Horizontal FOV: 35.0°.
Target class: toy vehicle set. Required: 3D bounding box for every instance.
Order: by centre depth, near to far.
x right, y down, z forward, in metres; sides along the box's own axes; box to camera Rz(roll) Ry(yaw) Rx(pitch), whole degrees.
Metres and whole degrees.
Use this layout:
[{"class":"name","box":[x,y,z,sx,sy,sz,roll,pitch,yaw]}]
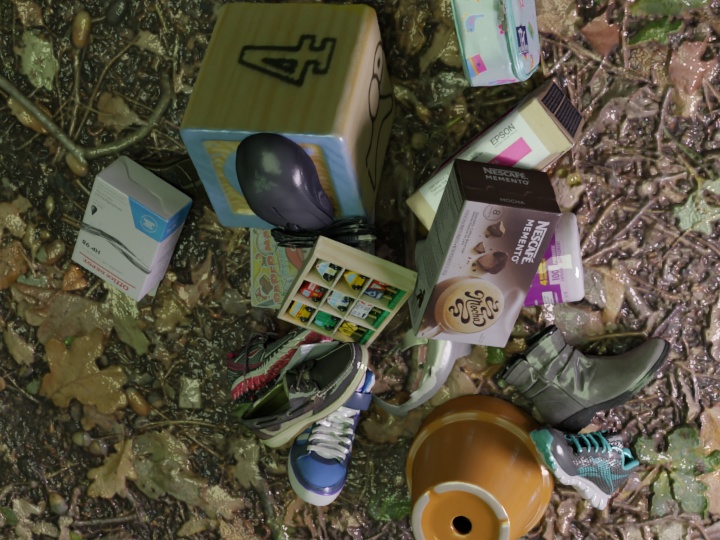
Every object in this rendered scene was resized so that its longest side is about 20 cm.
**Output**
[{"class":"toy vehicle set","box":[-0.020,0.032,1.388,0.124,0.027,0.200,20,152,-7]}]

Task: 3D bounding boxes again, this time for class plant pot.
[{"class":"plant pot","box":[0.144,0.289,1.480,0.199,0.183,0.201,5,107,15]}]

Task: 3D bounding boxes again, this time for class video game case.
[{"class":"video game case","box":[-0.065,-0.046,1.489,0.181,0.023,0.201,4,98,29]}]

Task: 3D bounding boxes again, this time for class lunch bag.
[{"class":"lunch bag","box":[0.154,-0.295,1.295,0.077,0.200,0.161,-5,103,15]}]

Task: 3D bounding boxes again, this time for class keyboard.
[{"class":"keyboard","box":[-0.087,0.147,1.533,0.011,0.056,0.200,65,146,23]}]

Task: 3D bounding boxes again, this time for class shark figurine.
[{"class":"shark figurine","box":[0.105,0.119,1.503,0.128,0.089,0.215,29,107,42]}]

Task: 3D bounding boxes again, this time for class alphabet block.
[{"class":"alphabet block","box":[-0.078,-0.180,1.358,0.196,0.201,0.196,5,147,13]}]

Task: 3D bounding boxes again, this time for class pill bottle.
[{"class":"pill bottle","box":[0.172,-0.008,1.415,0.199,0.112,0.113,-7,104,12]}]

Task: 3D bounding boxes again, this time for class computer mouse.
[{"class":"computer mouse","box":[-0.076,-0.074,1.284,0.138,0.053,0.200,-2,146,25]}]

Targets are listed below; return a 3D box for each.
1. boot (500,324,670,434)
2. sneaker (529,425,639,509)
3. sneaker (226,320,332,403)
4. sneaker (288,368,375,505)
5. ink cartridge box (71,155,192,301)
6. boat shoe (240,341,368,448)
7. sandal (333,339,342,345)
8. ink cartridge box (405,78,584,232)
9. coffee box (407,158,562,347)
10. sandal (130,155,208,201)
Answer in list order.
[{"class":"boot","box":[0.282,0.118,1.452,0.200,0.068,0.131,-41,94,24]},{"class":"sneaker","box":[0.287,0.230,1.449,0.091,0.200,0.078,-41,48,11]},{"class":"sneaker","box":[-0.118,0.111,1.540,0.200,0.080,0.075,-35,65,36]},{"class":"sneaker","box":[-0.034,0.190,1.490,0.080,0.200,0.147,19,122,-3]},{"class":"ink cartridge box","box":[-0.316,-0.041,1.546,0.116,0.067,0.200,32,130,4]},{"class":"boat shoe","box":[-0.074,0.155,1.460,0.066,0.072,0.201,31,121,-32]},{"class":"sandal","box":[-0.074,0.037,1.541,0.075,0.048,0.201,-37,93,22]},{"class":"ink cartridge box","box":[0.163,-0.132,1.361,0.200,0.165,0.075,-37,94,22]},{"class":"coffee box","box":[0.135,-0.017,1.284,0.113,0.080,0.200,8,128,-13]},{"class":"sandal","box":[-0.251,-0.128,1.536,0.199,0.055,0.082,-11,116,26]}]
